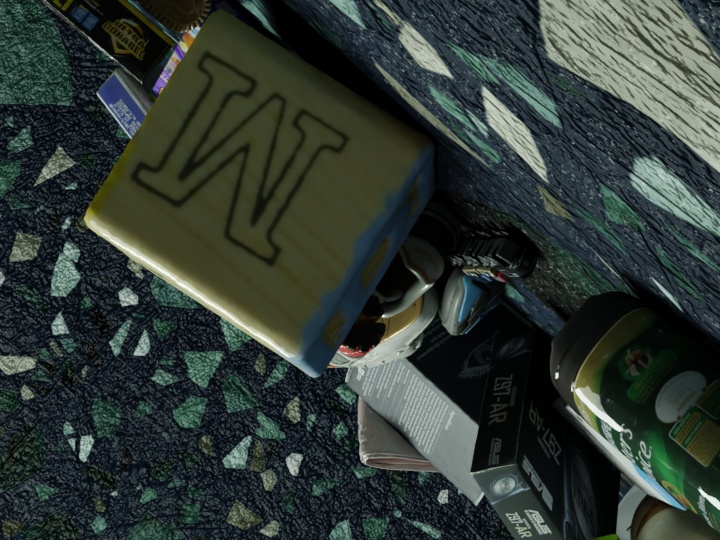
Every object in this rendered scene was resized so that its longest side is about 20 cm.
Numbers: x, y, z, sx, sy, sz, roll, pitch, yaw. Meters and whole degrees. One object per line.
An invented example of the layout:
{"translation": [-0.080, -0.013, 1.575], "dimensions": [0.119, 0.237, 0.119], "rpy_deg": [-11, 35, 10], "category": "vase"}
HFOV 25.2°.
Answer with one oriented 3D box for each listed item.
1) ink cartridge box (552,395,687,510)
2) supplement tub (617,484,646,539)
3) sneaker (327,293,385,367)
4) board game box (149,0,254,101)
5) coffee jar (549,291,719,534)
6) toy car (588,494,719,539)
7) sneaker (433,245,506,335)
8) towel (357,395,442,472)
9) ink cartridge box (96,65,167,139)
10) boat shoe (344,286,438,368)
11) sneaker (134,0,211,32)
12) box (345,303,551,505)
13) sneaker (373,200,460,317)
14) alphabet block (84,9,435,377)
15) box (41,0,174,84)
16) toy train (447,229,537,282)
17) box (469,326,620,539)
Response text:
{"translation": [0.229, 0.129, 1.340], "dimensions": [0.116, 0.067, 0.200], "rpy_deg": [43, 177, 1], "category": "ink cartridge box"}
{"translation": [0.345, 0.296, 1.583], "dimensions": [0.200, 0.123, 0.122], "rpy_deg": [44, 176, -12], "category": "supplement tub"}
{"translation": [-0.060, 0.000, 1.411], "dimensions": [0.201, 0.077, 0.082], "rpy_deg": [60, 146, 12], "category": "sneaker"}
{"translation": [-0.090, -0.129, 1.450], "dimensions": [0.200, 0.045, 0.134], "rpy_deg": [46, 146, 1], "category": "board game box"}
{"translation": [0.211, 0.098, 1.026], "dimensions": [0.200, 0.085, 0.104], "rpy_deg": [41, 176, 41], "category": "coffee jar"}
{"translation": [0.286, 0.249, 1.401], "dimensions": [0.200, 0.162, 0.160], "rpy_deg": [-67, -40, -75], "category": "toy car"}
{"translation": [0.087, 0.013, 1.526], "dimensions": [0.082, 0.073, 0.200], "rpy_deg": [47, 175, 6], "category": "sneaker"}
{"translation": [0.088, 0.135, 1.745], "dimensions": [0.188, 0.032, 0.202], "rpy_deg": [8, -134, -11], "category": "towel"}
{"translation": [-0.140, -0.115, 1.569], "dimensions": [0.197, 0.043, 0.200], "rpy_deg": [52, -158, 9], "category": "ink cartridge box"}
{"translation": [0.031, 0.051, 1.552], "dimensions": [0.069, 0.072, 0.200], "rpy_deg": [16, 159, -23], "category": "boat shoe"}
{"translation": [-0.209, -0.285, 1.335], "dimensions": [0.108, 0.070, 0.200], "rpy_deg": [44, 177, 43], "category": "sneaker"}
{"translation": [0.109, 0.116, 1.674], "dimensions": [0.200, 0.147, 0.105], "rpy_deg": [43, 140, 21], "category": "box"}
{"translation": [0.000, 0.000, 1.461], "dimensions": [0.078, 0.080, 0.199], "rpy_deg": [44, 139, -21], "category": "sneaker"}
{"translation": [-0.071, -0.054, 1.273], "dimensions": [0.199, 0.198, 0.195], "rpy_deg": [32, 174, 6], "category": "alphabet block"}
{"translation": [-0.235, -0.229, 1.387], "dimensions": [0.159, 0.049, 0.200], "rpy_deg": [42, 179, -9], "category": "box"}
{"translation": [0.110, -0.011, 1.325], "dimensions": [0.045, 0.034, 0.200], "rpy_deg": [31, 177, -7], "category": "toy train"}
{"translation": [0.167, 0.176, 1.416], "dimensions": [0.201, 0.043, 0.161], "rpy_deg": [56, -148, -32], "category": "box"}
